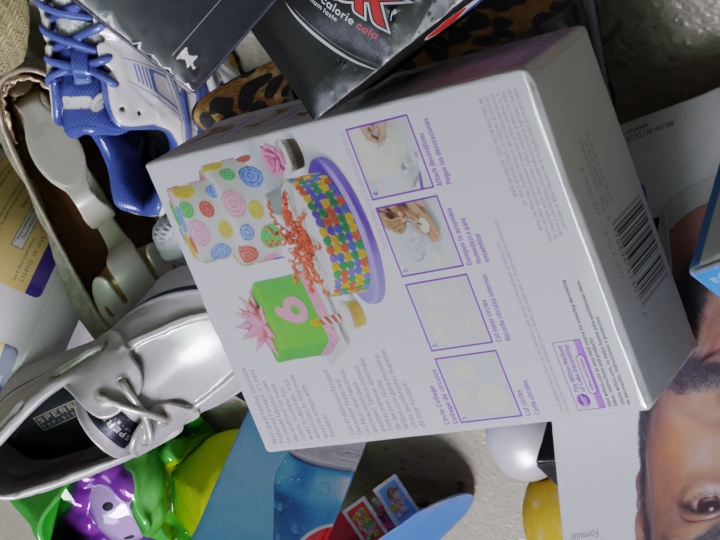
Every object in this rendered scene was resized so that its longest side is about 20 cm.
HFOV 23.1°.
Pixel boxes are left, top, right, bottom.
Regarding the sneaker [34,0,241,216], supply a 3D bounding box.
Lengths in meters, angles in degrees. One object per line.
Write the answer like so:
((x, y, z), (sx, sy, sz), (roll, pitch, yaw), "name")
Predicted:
((-0.114, -0.108, 0.816), (0.075, 0.089, 0.200), (3, 142, 30), "sneaker")

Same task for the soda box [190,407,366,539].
((-0.057, 0.152, 0.936), (0.067, 0.201, 0.064), (22, 149, 1), "soda box")

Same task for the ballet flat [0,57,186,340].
((-0.132, -0.018, 0.895), (0.201, 0.067, 0.062), (57, 176, -3), "ballet flat")

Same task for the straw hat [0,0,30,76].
((-0.199, -0.130, 0.829), (0.085, 0.202, 0.202), (-23, 142, -7), "straw hat")

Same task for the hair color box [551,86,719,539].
((0.139, 0.035, 0.757), (0.110, 0.202, 0.064), (-19, 158, 38), "hair color box")

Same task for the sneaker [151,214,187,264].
((0.000, 0.000, 0.857), (0.198, 0.075, 0.116), (-10, 109, 17), "sneaker")

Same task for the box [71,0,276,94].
((-0.047, -0.183, 0.587), (0.141, 0.079, 0.200), (38, 108, -20), "box")

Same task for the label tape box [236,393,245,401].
((0.003, 0.046, 0.993), (0.199, 0.064, 0.144), (33, 147, -15), "label tape box")

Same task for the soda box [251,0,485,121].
((0.044, -0.138, 0.639), (0.200, 0.071, 0.064), (-36, 90, 36), "soda box")

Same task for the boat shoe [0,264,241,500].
((-0.116, 0.060, 0.864), (0.199, 0.066, 0.072), (-23, 119, 29), "boat shoe")

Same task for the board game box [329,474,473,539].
((-0.018, 0.189, 1.142), (0.039, 0.199, 0.158), (55, 178, 16), "board game box")

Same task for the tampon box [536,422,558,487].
((0.215, 0.072, 0.846), (0.199, 0.127, 0.150), (-10, 137, 40), "tampon box")

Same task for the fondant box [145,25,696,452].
((0.022, -0.007, 0.736), (0.199, 0.058, 0.145), (-11, 109, 36), "fondant box")

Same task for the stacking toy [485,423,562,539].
((0.142, 0.146, 1.021), (0.200, 0.146, 0.146), (48, 141, -12), "stacking toy")

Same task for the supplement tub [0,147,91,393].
((-0.244, -0.009, 0.982), (0.199, 0.146, 0.146), (24, 148, -2), "supplement tub")

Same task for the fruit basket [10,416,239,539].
((-0.110, 0.169, 1.179), (0.215, 0.156, 0.216), (31, 160, 13), "fruit basket")

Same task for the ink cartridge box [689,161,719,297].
((0.240, -0.012, 0.692), (0.199, 0.146, 0.084), (35, 146, -20), "ink cartridge box")

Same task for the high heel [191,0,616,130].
((0.005, -0.110, 0.754), (0.198, 0.072, 0.143), (-4, 144, 15), "high heel")
